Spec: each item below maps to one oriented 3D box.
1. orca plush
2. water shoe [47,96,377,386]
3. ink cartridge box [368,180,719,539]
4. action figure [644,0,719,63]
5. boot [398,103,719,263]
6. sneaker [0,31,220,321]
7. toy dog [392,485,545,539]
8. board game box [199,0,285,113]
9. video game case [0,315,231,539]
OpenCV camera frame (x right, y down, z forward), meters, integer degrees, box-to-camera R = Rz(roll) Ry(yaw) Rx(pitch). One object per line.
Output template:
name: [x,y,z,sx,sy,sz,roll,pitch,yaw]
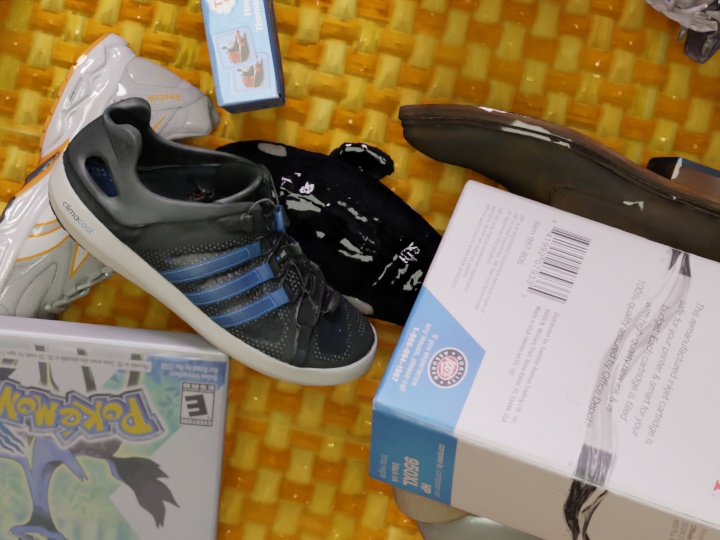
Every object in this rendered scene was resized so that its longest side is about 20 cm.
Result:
orca plush: [0.000,0.000,1.435,0.105,0.071,0.200,-41,92,0]
water shoe: [-0.063,-0.011,1.374,0.200,0.072,0.079,31,125,-19]
ink cartridge box: [0.121,0.061,1.355,0.199,0.084,0.145,19,59,10]
action figure: [0.167,-0.143,1.368,0.130,0.200,0.069,42,102,1]
boot: [0.108,-0.026,1.435,0.199,0.075,0.097,15,89,-4]
sneaker: [-0.142,-0.020,1.428,0.092,0.076,0.201,25,92,1]
toy dog: [0.109,0.113,1.434,0.199,0.096,0.132,5,125,-11]
board game box: [-0.070,-0.183,1.387,0.036,0.151,0.201,-10,92,0]
video game case: [-0.173,0.110,1.425,0.199,0.022,0.183,5,115,-2]
